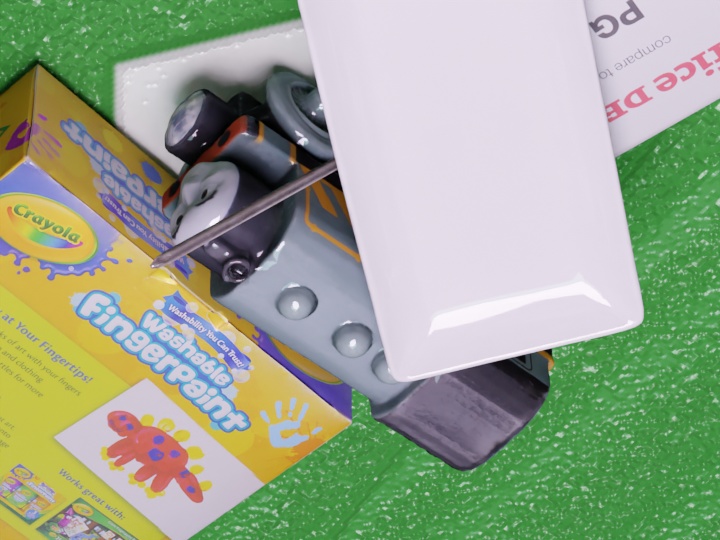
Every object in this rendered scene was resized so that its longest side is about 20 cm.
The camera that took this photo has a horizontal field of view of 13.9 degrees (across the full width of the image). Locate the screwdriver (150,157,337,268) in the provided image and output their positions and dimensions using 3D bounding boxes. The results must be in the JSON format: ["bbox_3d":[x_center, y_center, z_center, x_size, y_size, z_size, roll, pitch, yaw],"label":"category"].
[{"bbox_3d":[-0.017,-0.042,1.194,0.200,0.029,0.028,-28,120,-36],"label":"screwdriver"}]

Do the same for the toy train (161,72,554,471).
[{"bbox_3d":[0.000,0.000,1.250,0.200,0.114,0.085,35,118,-26],"label":"toy train"}]

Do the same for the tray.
[{"bbox_3d":[0.044,-0.052,1.153,0.107,0.022,0.201,-13,123,2],"label":"tray"}]

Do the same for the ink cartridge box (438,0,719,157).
[{"bbox_3d":[0.075,-0.145,1.160,0.145,0.084,0.200,-29,123,19],"label":"ink cartridge box"}]

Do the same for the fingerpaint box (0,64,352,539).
[{"bbox_3d":[-0.129,0.033,1.295,0.167,0.073,0.200,-37,121,24],"label":"fingerpaint box"}]
